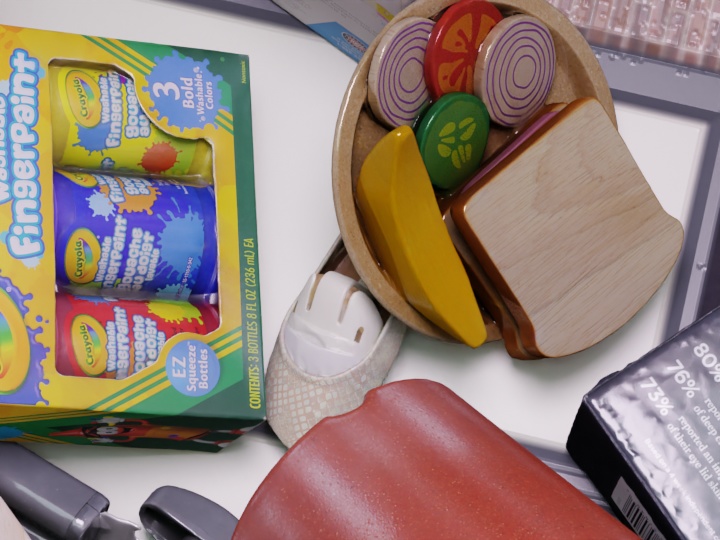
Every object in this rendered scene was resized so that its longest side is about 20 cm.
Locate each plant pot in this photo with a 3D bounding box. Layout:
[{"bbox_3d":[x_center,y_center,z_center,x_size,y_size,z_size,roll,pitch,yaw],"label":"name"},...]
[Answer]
[{"bbox_3d":[0.051,0.167,1.265,0.201,0.201,0.195,-40,58,-11],"label":"plant pot"}]

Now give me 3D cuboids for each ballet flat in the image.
[{"bbox_3d":[0.000,0.000,1.385,0.067,0.062,0.200,20,71,26],"label":"ballet flat"}]

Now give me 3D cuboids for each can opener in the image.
[{"bbox_3d":[-0.141,0.120,1.365,0.200,0.053,0.067,30,43,9],"label":"can opener"}]

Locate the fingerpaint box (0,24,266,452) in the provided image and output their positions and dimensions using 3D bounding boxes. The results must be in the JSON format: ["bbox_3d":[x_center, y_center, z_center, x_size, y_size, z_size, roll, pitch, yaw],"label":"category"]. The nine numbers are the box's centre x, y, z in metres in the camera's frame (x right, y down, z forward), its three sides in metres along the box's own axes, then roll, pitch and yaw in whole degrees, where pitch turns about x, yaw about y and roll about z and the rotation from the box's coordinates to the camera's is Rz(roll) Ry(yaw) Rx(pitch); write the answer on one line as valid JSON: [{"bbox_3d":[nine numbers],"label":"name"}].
[{"bbox_3d":[-0.139,-0.016,1.355,0.167,0.073,0.200,6,70,-24],"label":"fingerpaint box"}]

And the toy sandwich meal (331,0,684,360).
[{"bbox_3d":[0.075,-0.047,1.354,0.205,0.070,0.205,-4,97,-35],"label":"toy sandwich meal"}]

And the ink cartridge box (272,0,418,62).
[{"bbox_3d":[0.010,-0.206,1.380,0.129,0.200,0.125,37,76,10],"label":"ink cartridge box"}]

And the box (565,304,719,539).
[{"bbox_3d":[0.226,0.081,1.341,0.200,0.104,0.148,-31,76,-10],"label":"box"}]

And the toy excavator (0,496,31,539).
[{"bbox_3d":[-0.165,0.201,1.290,0.194,0.100,0.200,36,46,-29],"label":"toy excavator"}]
